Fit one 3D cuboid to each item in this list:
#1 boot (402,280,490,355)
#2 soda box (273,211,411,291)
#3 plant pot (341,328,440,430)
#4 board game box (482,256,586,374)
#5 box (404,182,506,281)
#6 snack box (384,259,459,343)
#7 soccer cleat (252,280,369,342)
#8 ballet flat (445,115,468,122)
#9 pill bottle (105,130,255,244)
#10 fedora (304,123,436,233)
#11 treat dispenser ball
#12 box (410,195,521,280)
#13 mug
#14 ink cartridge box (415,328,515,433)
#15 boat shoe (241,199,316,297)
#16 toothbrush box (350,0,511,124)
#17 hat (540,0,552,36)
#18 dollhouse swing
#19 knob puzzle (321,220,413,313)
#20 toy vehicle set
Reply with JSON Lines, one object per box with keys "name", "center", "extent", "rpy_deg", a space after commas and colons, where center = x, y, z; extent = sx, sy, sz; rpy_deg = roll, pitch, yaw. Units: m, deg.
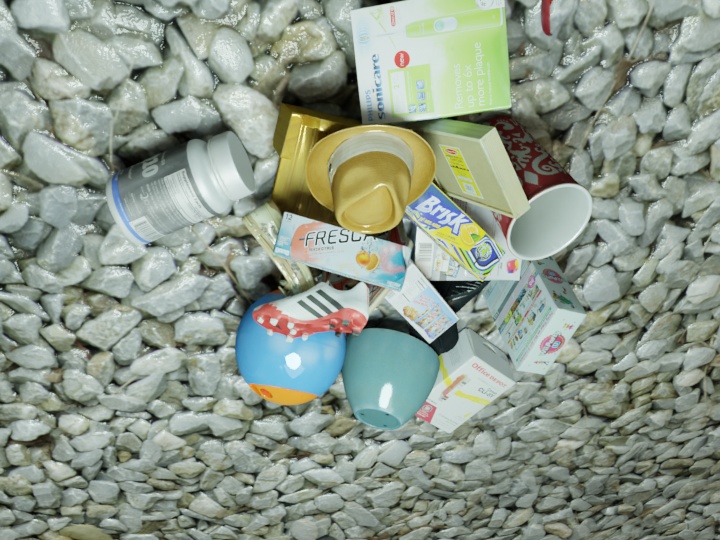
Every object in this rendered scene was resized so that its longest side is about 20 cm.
{"name": "boot", "center": [0.171, 0.076, 1.181], "extent": [0.197, 0.077, 0.169], "rpy_deg": [-30, 142, -6]}
{"name": "soda box", "center": [-0.025, -0.026, 0.908], "extent": [0.195, 0.068, 0.065], "rpy_deg": [15, 86, 3]}
{"name": "plant pot", "center": [0.048, 0.224, 1.188], "extent": [0.195, 0.137, 0.202], "rpy_deg": [11, 146, 7]}
{"name": "board game box", "center": [0.304, 0.059, 1.105], "extent": [0.063, 0.202, 0.150], "rpy_deg": [10, 127, -17]}
{"name": "box", "center": [0.137, -0.073, 0.991], "extent": [0.199, 0.070, 0.065], "rpy_deg": [39, 93, -18]}
{"name": "snack box", "center": [0.100, 0.055, 1.044], "extent": [0.072, 0.024, 0.200], "rpy_deg": [-39, 137, 5]}
{"name": "soccer cleat", "center": [-0.075, 0.058, 0.946], "extent": [0.196, 0.087, 0.069], "rpy_deg": [-4, 142, 26]}
{"name": "ballet flat", "center": [0.122, -0.259, 0.900], "extent": [0.067, 0.067, 0.203], "rpy_deg": [-42, 133, -26]}
{"name": "pill bottle", "center": [-0.264, -0.126, 0.919], "extent": [0.196, 0.115, 0.115], "rpy_deg": [-21, 129, 7]}
{"name": "fedora", "center": [0.014, -0.109, 0.840], "extent": [0.195, 0.084, 0.202], "rpy_deg": [-1, 150, -1]}
{"name": "treat dispenser ball", "center": [-0.123, 0.134, 1.092], "extent": [0.195, 0.203, 0.204], "rpy_deg": [-5, 129, -6]}
{"name": "box", "center": [0.185, -0.062, 1.060], "extent": [0.195, 0.041, 0.160], "rpy_deg": [0, 107, -8]}
{"name": "mug", "center": [0.240, -0.119, 0.948], "extent": [0.130, 0.202, 0.180], "rpy_deg": [-12, 137, -10]}
{"name": "ink cartridge box", "center": [0.205, 0.236, 1.304], "extent": [0.144, 0.084, 0.200], "rpy_deg": [32, 117, -29]}
{"name": "boat shoe", "center": [-0.122, -0.010, 0.989], "extent": [0.062, 0.073, 0.203], "rpy_deg": [-27, 105, -10]}
{"name": "toothbrush box", "center": [0.096, -0.277, 0.815], "extent": [0.195, 0.086, 0.150], "rpy_deg": [-3, 102, 14]}
{"name": "hat", "center": [0.215, -0.446, 0.811], "extent": [0.161, 0.176, 0.206], "rpy_deg": [1, 91, -7]}
{"name": "dollhouse swing", "center": [-0.035, -0.137, 0.925], "extent": [0.195, 0.182, 0.180], "rpy_deg": [10, 107, -17]}
{"name": "knob puzzle", "center": [0.000, 0.000, 1.009], "extent": [0.217, 0.222, 0.030], "rpy_deg": [-34, 120, 18]}
{"name": "toy vehicle set", "center": [0.147, -0.150, 0.866], "extent": [0.026, 0.200, 0.125], "rpy_deg": [-37, 118, -9]}
